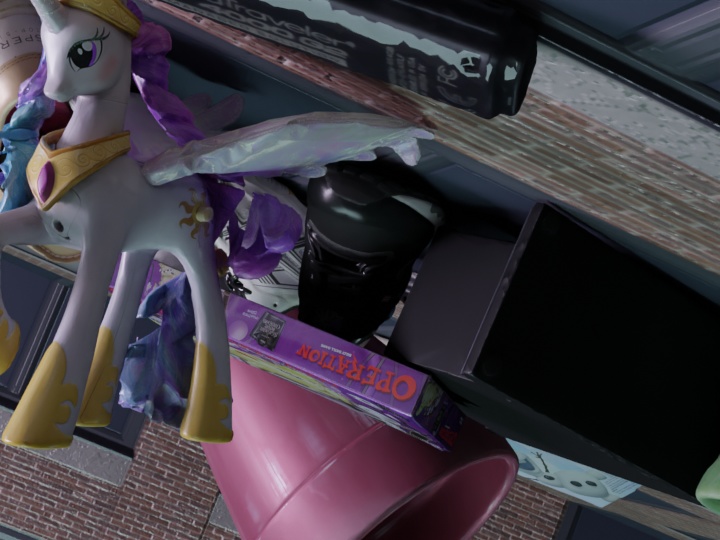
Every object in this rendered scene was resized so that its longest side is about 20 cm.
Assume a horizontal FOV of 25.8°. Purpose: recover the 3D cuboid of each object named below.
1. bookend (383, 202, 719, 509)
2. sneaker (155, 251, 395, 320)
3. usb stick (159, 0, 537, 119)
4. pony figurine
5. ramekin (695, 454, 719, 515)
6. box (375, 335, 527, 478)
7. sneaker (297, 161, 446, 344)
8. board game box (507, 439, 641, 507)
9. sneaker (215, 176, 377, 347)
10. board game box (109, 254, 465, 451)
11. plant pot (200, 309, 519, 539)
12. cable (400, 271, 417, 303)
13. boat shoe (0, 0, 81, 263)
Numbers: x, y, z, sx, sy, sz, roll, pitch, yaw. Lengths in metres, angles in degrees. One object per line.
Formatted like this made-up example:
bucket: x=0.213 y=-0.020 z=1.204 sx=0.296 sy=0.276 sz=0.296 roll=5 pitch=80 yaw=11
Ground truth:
bookend: x=0.087 y=0.037 z=0.873 sx=0.198 sy=0.093 sz=0.199 roll=29 pitch=171 yaw=-33
sneaker: x=-0.072 y=0.010 z=1.163 sx=0.198 sy=0.083 sz=0.073 roll=20 pitch=170 yaw=6
usb stick: x=-0.037 y=-0.099 z=0.526 sx=0.198 sy=0.033 sz=0.056 roll=21 pitch=165 yaw=9
pony figurine: x=-0.085 y=-0.030 z=0.673 sx=0.165 sy=0.202 sz=0.192 roll=7 pitch=-179 yaw=37
ramekin: x=0.275 y=0.102 z=0.772 sx=0.198 sy=0.098 sz=0.200 roll=22 pitch=172 yaw=3
box: x=0.086 y=0.132 z=1.557 sx=0.199 sy=0.083 sz=0.068 roll=16 pitch=169 yaw=30
sneaker: x=0.000 y=0.000 z=0.876 sx=0.075 sy=0.088 sz=0.200 roll=21 pitch=172 yaw=8
board game box: x=0.130 y=0.098 z=1.138 sx=0.197 sy=0.044 sz=0.200 roll=21 pitch=155 yaw=-8
sneaker: x=-0.067 y=-0.012 z=0.987 sx=0.199 sy=0.088 sz=0.076 roll=25 pitch=173 yaw=-12
board game box: x=-0.044 y=0.043 z=0.874 sx=0.199 sy=0.033 sz=0.120 roll=22 pitch=167 yaw=18
plant pot: x=-0.020 y=0.123 z=1.071 sx=0.179 sy=0.200 sz=0.200 roll=51 pitch=-176 yaw=24
cable: x=0.079 y=0.041 z=1.183 sx=0.097 sy=0.050 sz=0.200 roll=25 pitch=164 yaw=46
boat shoe: x=-0.160 y=-0.052 z=0.794 sx=0.069 sy=0.073 sz=0.201 roll=60 pitch=169 yaw=28
